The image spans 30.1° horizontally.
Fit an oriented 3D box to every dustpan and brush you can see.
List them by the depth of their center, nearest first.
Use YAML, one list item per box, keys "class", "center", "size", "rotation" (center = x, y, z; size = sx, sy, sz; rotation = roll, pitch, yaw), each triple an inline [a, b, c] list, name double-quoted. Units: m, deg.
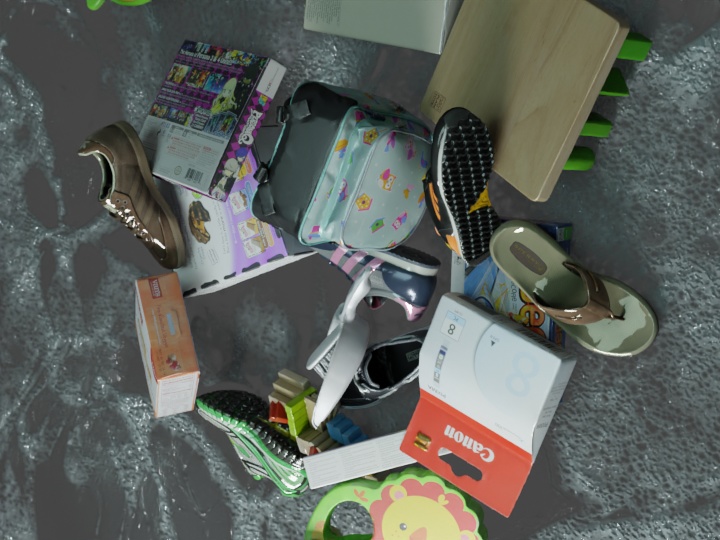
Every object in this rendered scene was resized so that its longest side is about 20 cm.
- class: "dustpan and brush"
  center: [-0.020, 0.072, 1.559]
  size: [0.057, 0.140, 0.200]
  rotation: [28, 126, -14]

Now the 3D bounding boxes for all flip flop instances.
- class: "flip flop"
  center: [0.218, 0.021, 1.392]
  size: [0.200, 0.058, 0.081]
  rotation: [39, 104, 3]

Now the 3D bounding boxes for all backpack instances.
- class: "backpack"
  center: [-0.001, -0.110, 1.489]
  size: [0.153, 0.200, 0.176]
  rotation: [26, 105, 26]

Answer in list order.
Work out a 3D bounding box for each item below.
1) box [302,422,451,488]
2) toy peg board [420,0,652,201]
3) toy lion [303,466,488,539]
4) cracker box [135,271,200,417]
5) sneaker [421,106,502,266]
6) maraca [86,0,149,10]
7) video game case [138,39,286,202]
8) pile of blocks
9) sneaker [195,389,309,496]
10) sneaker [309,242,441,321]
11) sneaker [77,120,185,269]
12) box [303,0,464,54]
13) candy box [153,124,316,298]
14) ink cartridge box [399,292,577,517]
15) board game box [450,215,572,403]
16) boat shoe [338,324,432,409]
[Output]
- class: "box"
  center: [0.032, 0.211, 1.563]
  size: [0.200, 0.039, 0.042]
  rotation: [-18, 84, 16]
- class: "toy peg board"
  center: [0.190, -0.206, 1.400]
  size: [0.199, 0.098, 0.200]
  rotation: [44, 121, 38]
- class: "toy lion"
  center: [0.042, 0.310, 1.578]
  size: [0.200, 0.069, 0.192]
  rotation: [26, 109, 12]
- class: "cracker box"
  center: [-0.251, 0.099, 1.720]
  size: [0.200, 0.058, 0.134]
  rotation: [116, 141, -68]
- class: "sneaker"
  center: [0.091, -0.096, 1.408]
  size: [0.090, 0.070, 0.200]
  rotation: [38, 155, 40]
- class: "maraca"
  center: [-0.305, -0.408, 1.735]
  size: [0.200, 0.107, 0.138]
  rotation: [-6, 85, 38]
- class: "video game case"
  center: [-0.194, -0.189, 1.657]
  size: [0.200, 0.036, 0.182]
  rotation: [21, 86, 49]
- class: "pile of blocks"
  center: [-0.047, 0.204, 1.631]
  size: [0.200, 0.062, 0.082]
  rotation: [40, 142, 22]
- class: "sneaker"
  center: [-0.142, 0.221, 1.720]
  size: [0.200, 0.078, 0.085]
  rotation: [33, 117, 30]
- class: "sneaker"
  center: [0.000, 0.000, 1.582]
  size: [0.200, 0.070, 0.082]
  rotation: [21, 107, 36]
- class: "sneaker"
  center: [-0.288, -0.083, 1.670]
  size: [0.070, 0.075, 0.200]
  rotation: [1, 117, 58]
- class: "box"
  center: [0.034, -0.298, 1.513]
  size: [0.200, 0.068, 0.082]
  rotation: [19, 108, 34]
- class: "candy box"
  center: [-0.165, -0.073, 1.699]
  size: [0.200, 0.071, 0.168]
  rotation: [-20, 85, 37]
- class: "ink cartridge box"
  center: [0.126, 0.147, 1.460]
  size: [0.160, 0.047, 0.200]
  rotation: [29, 105, 30]
- class: "board game box"
  center: [0.163, 0.041, 1.483]
  size: [0.135, 0.034, 0.201]
  rotation: [8, 101, 37]
- class: "boat shoe"
  center: [0.022, 0.119, 1.582]
  size: [0.200, 0.068, 0.072]
  rotation: [-24, 82, 39]
